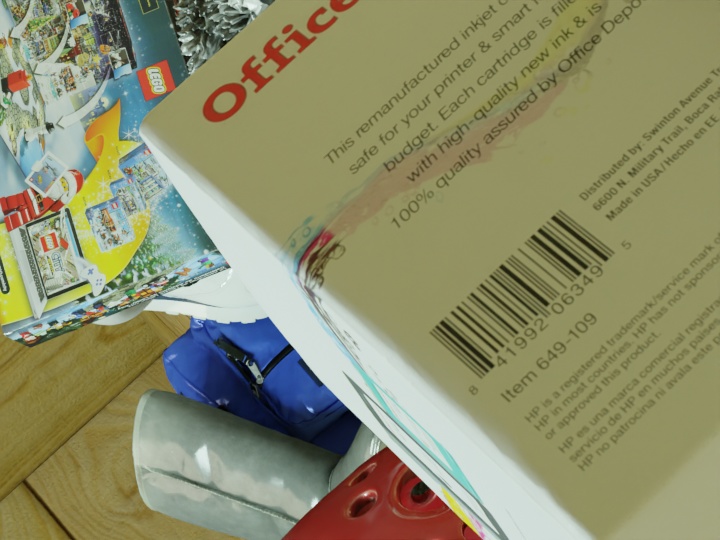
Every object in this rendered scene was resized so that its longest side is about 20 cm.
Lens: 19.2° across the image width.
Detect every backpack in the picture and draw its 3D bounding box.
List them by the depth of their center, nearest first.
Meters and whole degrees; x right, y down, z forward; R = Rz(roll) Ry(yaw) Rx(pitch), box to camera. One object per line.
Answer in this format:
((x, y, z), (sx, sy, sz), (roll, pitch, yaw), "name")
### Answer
((-0.020, 0.091, 1.419), (0.200, 0.162, 0.168), (45, 168, 22), "backpack")

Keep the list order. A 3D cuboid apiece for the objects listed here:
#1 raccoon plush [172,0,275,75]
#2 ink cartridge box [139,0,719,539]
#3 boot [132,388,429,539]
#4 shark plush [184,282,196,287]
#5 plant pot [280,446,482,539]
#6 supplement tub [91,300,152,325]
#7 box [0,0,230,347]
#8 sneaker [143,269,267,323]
((-0.050, -0.140, 0.780), (0.200, 0.097, 0.134), (42, 162, 35), "raccoon plush")
((0.070, 0.000, 0.584), (0.200, 0.147, 0.146), (42, 171, 40), "ink cartridge box")
((-0.048, 0.112, 1.304), (0.199, 0.072, 0.183), (26, 128, 28), "boot")
((-0.086, -0.016, 1.168), (0.091, 0.199, 0.083), (49, 157, 32), "shark plush")
((0.086, 0.155, 1.086), (0.200, 0.182, 0.200), (47, 171, 10), "plant pot")
((-0.206, -0.065, 1.262), (0.199, 0.145, 0.145), (21, 164, 14), "supplement tub")
((-0.148, -0.077, 1.125), (0.038, 0.136, 0.201), (44, -154, -72), "box")
((-0.107, -0.017, 1.350), (0.081, 0.199, 0.077), (76, -169, -56), "sneaker")
